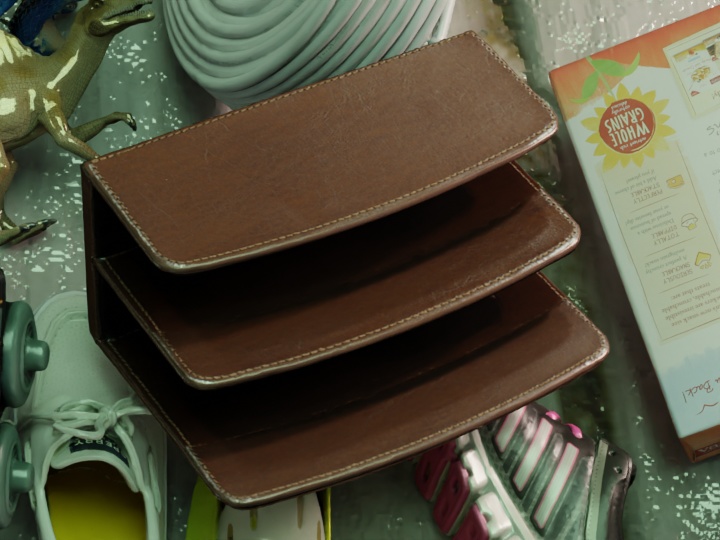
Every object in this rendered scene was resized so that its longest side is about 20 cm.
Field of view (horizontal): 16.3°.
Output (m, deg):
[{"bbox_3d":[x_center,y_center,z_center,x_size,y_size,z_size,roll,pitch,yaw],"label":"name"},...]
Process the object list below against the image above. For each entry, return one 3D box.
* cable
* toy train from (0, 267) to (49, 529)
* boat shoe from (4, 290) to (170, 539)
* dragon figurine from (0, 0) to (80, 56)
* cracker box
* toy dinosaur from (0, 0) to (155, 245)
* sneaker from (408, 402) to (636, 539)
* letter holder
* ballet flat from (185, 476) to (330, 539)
[{"bbox_3d":[-0.024,-0.169,1.222,0.069,0.199,0.201,18,86,-37],"label":"cable"},{"bbox_3d":[-0.181,0.085,1.038,0.085,0.114,0.202,5,89,4],"label":"toy train"},{"bbox_3d":[-0.117,0.085,1.102,0.074,0.086,0.203,2,58,-12],"label":"boat shoe"},{"bbox_3d":[-0.170,-0.155,1.183,0.099,0.200,0.059,-27,64,20],"label":"dragon figurine"},{"bbox_3d":[0.186,-0.025,1.216,0.133,0.058,0.201,-20,68,7],"label":"cracker box"},{"bbox_3d":[-0.178,-0.062,1.180,0.199,0.058,0.102,-27,90,-15],"label":"toy dinosaur"},{"bbox_3d":[0.078,0.089,1.155,0.087,0.074,0.201,-14,67,-20],"label":"sneaker"},{"bbox_3d":[0.000,0.000,1.084,0.199,0.101,0.142,-21,47,-24],"label":"letter holder"},{"bbox_3d":[-0.041,0.092,1.127,0.066,0.067,0.201,9,57,-10],"label":"ballet flat"}]
